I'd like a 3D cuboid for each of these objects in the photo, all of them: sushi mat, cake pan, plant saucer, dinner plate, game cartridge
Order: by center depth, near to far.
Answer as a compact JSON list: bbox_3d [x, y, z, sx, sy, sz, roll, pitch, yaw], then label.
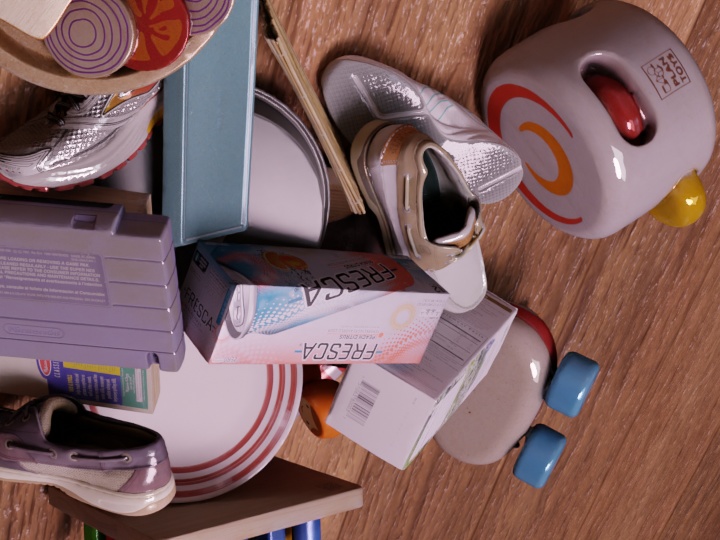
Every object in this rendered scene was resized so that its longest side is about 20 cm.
[{"bbox_3d":[-0.100,-0.110,0.800,0.070,0.019,0.200,-15,123,-36],"label":"plant saucer"},{"bbox_3d":[-0.222,0.006,0.800,0.200,0.038,0.130,5,127,4],"label":"game cartridge"},{"bbox_3d":[-0.114,-0.041,0.879,0.200,0.037,0.200,-7,111,-17],"label":"cake pan"},{"bbox_3d":[-0.041,-0.133,0.881,0.012,0.096,0.200,-22,141,5],"label":"sushi mat"},{"bbox_3d":[-0.145,0.088,0.966,0.200,0.024,0.200,0,89,-20],"label":"dinner plate"}]

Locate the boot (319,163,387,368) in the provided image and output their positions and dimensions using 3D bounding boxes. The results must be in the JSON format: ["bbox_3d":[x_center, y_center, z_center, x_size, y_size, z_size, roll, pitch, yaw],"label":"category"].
[{"bbox_3d":[0.000,0.000,1.004,0.200,0.072,0.167,7,87,-31],"label":"boot"}]

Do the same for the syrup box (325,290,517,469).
[{"bbox_3d":[0.057,0.079,1.022,0.200,0.081,0.079,-39,156,-57],"label":"syrup box"}]

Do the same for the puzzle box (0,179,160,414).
[{"bbox_3d":[-0.214,0.020,0.849,0.133,0.025,0.200,8,131,1],"label":"puzzle box"}]

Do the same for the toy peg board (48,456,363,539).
[{"bbox_3d":[-0.133,0.231,1.020,0.200,0.199,0.098,-7,99,-39],"label":"toy peg board"}]

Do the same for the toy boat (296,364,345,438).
[{"bbox_3d":[-0.055,0.098,1.043,0.200,0.131,0.131,-45,143,-1],"label":"toy boat"}]

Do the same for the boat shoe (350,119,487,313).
[{"bbox_3d":[0.061,-0.033,0.956,0.075,0.068,0.200,-52,132,-20],"label":"boat shoe"}]

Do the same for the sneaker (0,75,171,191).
[{"bbox_3d":[-0.169,-0.129,0.794,0.200,0.078,0.082,-41,136,-18],"label":"sneaker"}]

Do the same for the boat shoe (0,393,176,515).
[{"bbox_3d":[-0.229,0.124,0.883,0.072,0.200,0.065,-40,141,-61],"label":"boat shoe"}]

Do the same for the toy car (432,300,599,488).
[{"bbox_3d":[0.155,0.091,1.237,0.200,0.184,0.177,-41,153,-57],"label":"toy car"}]

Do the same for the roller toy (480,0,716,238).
[{"bbox_3d":[0.211,-0.133,1.031,0.140,0.200,0.183,-32,134,-17],"label":"roller toy"}]

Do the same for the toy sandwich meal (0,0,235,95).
[{"bbox_3d":[-0.166,-0.190,0.685,0.205,0.070,0.205,-4,116,-8],"label":"toy sandwich meal"}]

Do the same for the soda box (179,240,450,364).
[{"bbox_3d":[-0.033,0.026,0.877,0.200,0.064,0.068,3,119,-39],"label":"soda box"}]

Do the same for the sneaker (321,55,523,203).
[{"bbox_3d":[0.045,-0.123,0.992,0.200,0.080,0.070,27,113,-31],"label":"sneaker"}]
